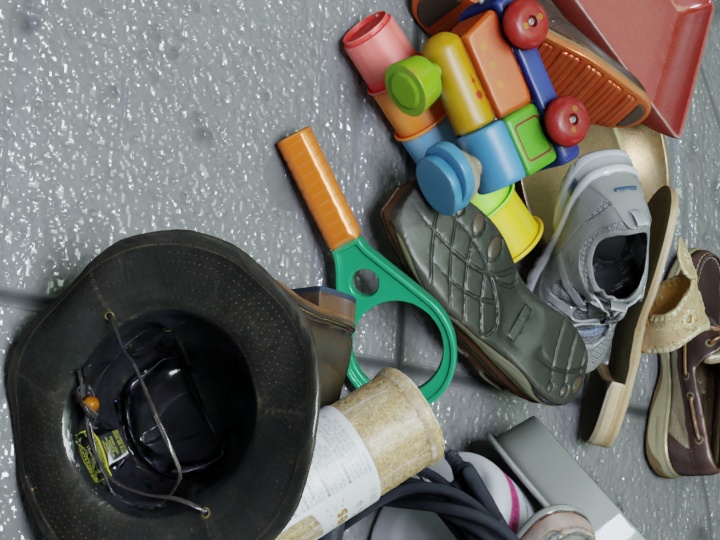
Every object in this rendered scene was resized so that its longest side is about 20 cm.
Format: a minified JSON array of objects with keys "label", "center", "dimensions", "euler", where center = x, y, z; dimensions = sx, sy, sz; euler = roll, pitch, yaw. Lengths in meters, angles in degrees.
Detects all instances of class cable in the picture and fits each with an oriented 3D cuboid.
[{"label":"cable","center":[0.023,0.198,0.892],"dimensions":[0.162,0.201,0.051],"euler":[-26,139,-3]}]

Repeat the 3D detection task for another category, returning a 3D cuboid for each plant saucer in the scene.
[{"label":"plant saucer","center":[0.207,-0.230,1.197],"dimensions":[0.200,0.036,0.201],"euler":[48,41,-22]},{"label":"plant saucer","center":[0.177,-0.082,1.183],"dimensions":[0.199,0.035,0.203],"euler":[7,81,-44]}]

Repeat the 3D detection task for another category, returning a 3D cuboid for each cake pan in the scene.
[{"label":"cake pan","center":[0.168,0.178,1.041],"dimensions":[0.037,0.200,0.200],"euler":[-42,120,1]}]

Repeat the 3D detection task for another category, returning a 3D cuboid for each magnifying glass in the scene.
[{"label":"magnifying glass","center":[0.000,0.000,0.987],"dimensions":[0.202,0.079,0.022],"euler":[63,14,-7]}]

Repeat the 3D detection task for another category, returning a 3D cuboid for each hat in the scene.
[{"label":"hat","center":[-0.094,0.077,0.812],"dimensions":[0.081,0.198,0.204],"euler":[0,85,-65]}]

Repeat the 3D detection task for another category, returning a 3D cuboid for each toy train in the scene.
[{"label":"toy train","center":[0.061,-0.145,0.987],"dimensions":[0.115,0.084,0.202],"euler":[-30,100,-30]}]

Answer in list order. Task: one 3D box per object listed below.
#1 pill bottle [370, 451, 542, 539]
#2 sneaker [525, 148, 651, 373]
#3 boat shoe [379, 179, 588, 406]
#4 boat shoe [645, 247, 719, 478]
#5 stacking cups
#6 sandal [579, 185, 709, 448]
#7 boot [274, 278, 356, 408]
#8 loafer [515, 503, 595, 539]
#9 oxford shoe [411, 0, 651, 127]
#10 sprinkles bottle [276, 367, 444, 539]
[{"label":"pill bottle","center":[0.106,0.225,1.023],"dimensions":[0.200,0.113,0.114],"euler":[44,57,-31]},{"label":"sneaker","center":[0.168,0.012,1.082],"dimensions":[0.074,0.083,0.202],"euler":[-10,135,-11]},{"label":"boat shoe","center":[0.077,0.024,1.049],"dimensions":[0.200,0.073,0.076],"euler":[50,61,-20]},{"label":"boat shoe","center":[0.293,0.076,1.251],"dimensions":[0.072,0.071,0.203],"euler":[29,66,-38]},{"label":"stacking cups","center":[0.059,-0.092,1.050],"dimensions":[0.201,0.060,0.061],"euler":[55,52,-25]},{"label":"sandal","center":[0.233,0.041,1.142],"dimensions":[0.069,0.078,0.214],"euler":[13,107,-8]},{"label":"boot","center":[-0.074,0.054,0.895],"dimensions":[0.198,0.074,0.098],"euler":[11,75,-45]},{"label":"loafer","center":[0.108,0.246,0.929],"dimensions":[0.071,0.063,0.202],"euler":[11,112,-21]},{"label":"oxford shoe","center":[0.136,-0.177,1.096],"dimensions":[0.199,0.071,0.074],"euler":[31,56,-13]},{"label":"sprinkles bottle","center":[-0.046,0.133,0.875],"dimensions":[0.199,0.068,0.069],"euler":[-30,106,-21]}]
